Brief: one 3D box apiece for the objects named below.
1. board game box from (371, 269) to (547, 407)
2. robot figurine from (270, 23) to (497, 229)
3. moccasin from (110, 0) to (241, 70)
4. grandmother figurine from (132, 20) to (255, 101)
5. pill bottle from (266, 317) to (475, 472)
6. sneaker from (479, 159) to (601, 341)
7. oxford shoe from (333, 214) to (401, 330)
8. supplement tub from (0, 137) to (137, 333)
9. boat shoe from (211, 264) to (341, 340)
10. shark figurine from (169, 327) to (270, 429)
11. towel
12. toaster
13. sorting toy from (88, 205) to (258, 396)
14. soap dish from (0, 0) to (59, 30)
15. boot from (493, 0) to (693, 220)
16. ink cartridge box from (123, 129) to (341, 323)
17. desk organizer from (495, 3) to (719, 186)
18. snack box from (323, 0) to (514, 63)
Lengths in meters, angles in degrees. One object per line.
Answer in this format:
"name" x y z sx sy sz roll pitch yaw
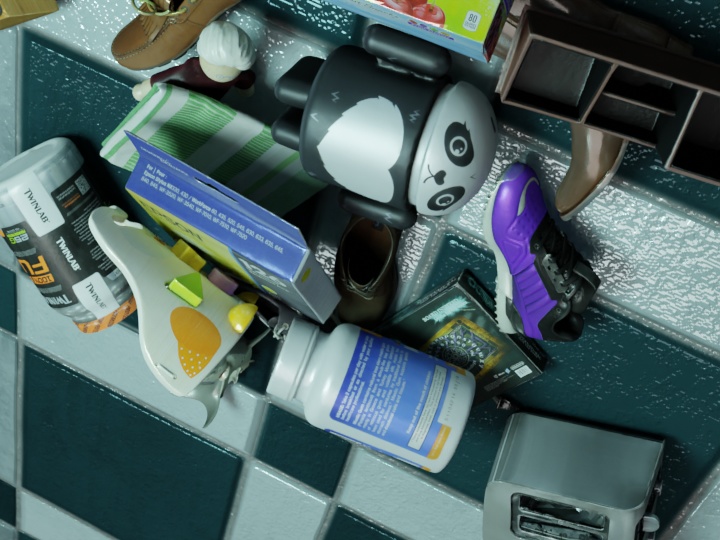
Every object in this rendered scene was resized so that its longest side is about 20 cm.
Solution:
"board game box" 0.085 0.094 1.062 0.135 0.028 0.199 46 132 -11
"robot figurine" 0.021 -0.123 0.860 0.198 0.126 0.150 20 167 12
"moccasin" -0.162 -0.248 0.880 0.200 0.075 0.077 -22 145 38
"grandmother figurine" -0.151 -0.170 0.924 0.200 0.120 0.061 -34 79 56
"pill bottle" 0.009 0.122 1.009 0.198 0.113 0.113 22 133 -3
"sneaker" 0.173 -0.011 0.896 0.099 0.070 0.202 20 142 34
"oxford shoe" 0.000 0.000 0.996 0.072 0.085 0.202 18 133 10
"supplement tub" -0.329 -0.036 1.108 0.121 0.123 0.202 -11 119 33
"boat shoe" -0.088 0.056 1.082 0.200 0.063 0.073 42 135 4
"shark figurine" -0.172 0.098 1.171 0.089 0.128 0.215 40 156 3
"towel" -0.136 -0.108 0.955 0.198 0.024 0.152 24 147 -28
"toaster" 0.222 0.255 1.057 0.197 0.119 0.183 10 128 20
"sorting toy" -0.196 0.008 0.969 0.107 0.200 0.180 -43 99 -1
"soap dish" -0.403 -0.324 0.951 0.156 0.081 0.202 -6 121 30
"boot" 0.142 -0.160 0.812 0.198 0.064 0.188 29 120 -1
"ink cartridge box" -0.124 -0.033 0.928 0.196 0.047 0.200 29 171 18
"desk organizer" 0.206 -0.127 0.731 0.197 0.077 0.072 17 118 -1
"snack box" 0.051 -0.276 0.696 0.167 0.068 0.202 22 93 11
